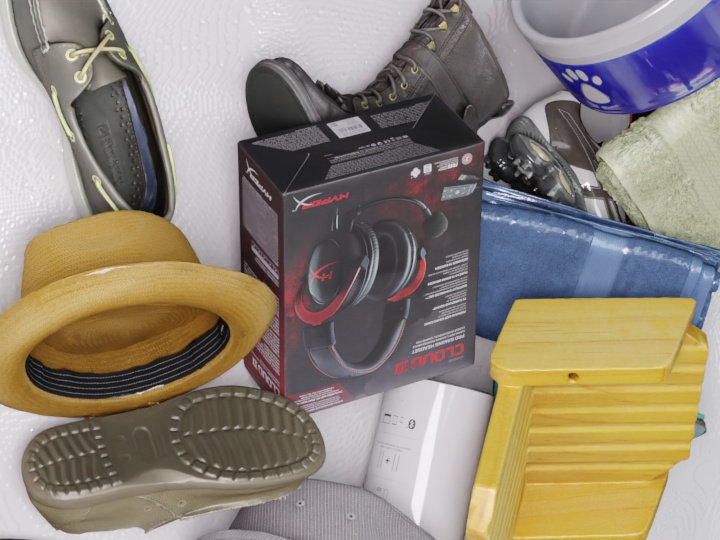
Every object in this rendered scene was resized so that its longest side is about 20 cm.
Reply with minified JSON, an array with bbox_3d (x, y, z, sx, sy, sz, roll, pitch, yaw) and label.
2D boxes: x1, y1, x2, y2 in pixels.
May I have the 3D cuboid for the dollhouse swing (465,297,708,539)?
[{"bbox_3d":[0.155,0.150,1.455,0.180,0.177,0.201,-1,135,-1],"label":"dollhouse swing"}]

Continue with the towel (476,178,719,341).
[{"bbox_3d":[0.154,0.011,1.515,0.198,0.049,0.113,15,114,-8],"label":"towel"}]

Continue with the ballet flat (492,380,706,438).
[{"bbox_3d":[0.176,0.114,1.594,0.199,0.074,0.075,20,82,-27],"label":"ballet flat"}]

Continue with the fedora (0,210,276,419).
[{"bbox_3d":[-0.151,0.020,1.301,0.199,0.201,0.082,1,57,-37],"label":"fedora"}]

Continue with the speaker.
[{"bbox_3d":[0.036,0.177,1.482,0.081,0.081,0.202,16,84,-37],"label":"speaker"}]

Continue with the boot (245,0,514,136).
[{"bbox_3d":[0.018,-0.127,1.455,0.175,0.069,0.200,-56,133,-20],"label":"boot"}]

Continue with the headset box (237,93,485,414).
[{"bbox_3d":[0.000,0.000,1.392,0.147,0.075,0.202,-15,127,-22],"label":"headset box"}]

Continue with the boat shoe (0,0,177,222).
[{"bbox_3d":[-0.166,-0.118,1.314,0.072,0.060,0.203,-29,111,-32],"label":"boat shoe"}]

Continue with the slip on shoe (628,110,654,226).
[{"bbox_3d":[0.226,-0.083,1.579,0.061,0.073,0.201,-50,150,-46],"label":"slip on shoe"}]

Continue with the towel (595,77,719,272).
[{"bbox_3d":[0.263,-0.067,1.540,0.148,0.037,0.200,-37,137,4],"label":"towel"}]

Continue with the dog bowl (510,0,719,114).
[{"bbox_3d":[0.210,-0.211,1.504,0.079,0.199,0.201,47,67,-32],"label":"dog bowl"}]

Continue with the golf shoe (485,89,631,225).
[{"bbox_3d":[0.179,-0.045,1.574,0.095,0.077,0.201,-48,121,-24],"label":"golf shoe"}]

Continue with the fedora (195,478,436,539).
[{"bbox_3d":[-0.015,0.202,1.391,0.178,0.198,0.091,78,29,-51],"label":"fedora"}]

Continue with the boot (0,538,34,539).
[{"bbox_3d":[-0.270,0.263,1.284,0.187,0.068,0.202,10,96,-45],"label":"boot"}]

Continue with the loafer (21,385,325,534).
[{"bbox_3d":[-0.121,0.125,1.349,0.198,0.068,0.077,-3,58,-17],"label":"loafer"}]
